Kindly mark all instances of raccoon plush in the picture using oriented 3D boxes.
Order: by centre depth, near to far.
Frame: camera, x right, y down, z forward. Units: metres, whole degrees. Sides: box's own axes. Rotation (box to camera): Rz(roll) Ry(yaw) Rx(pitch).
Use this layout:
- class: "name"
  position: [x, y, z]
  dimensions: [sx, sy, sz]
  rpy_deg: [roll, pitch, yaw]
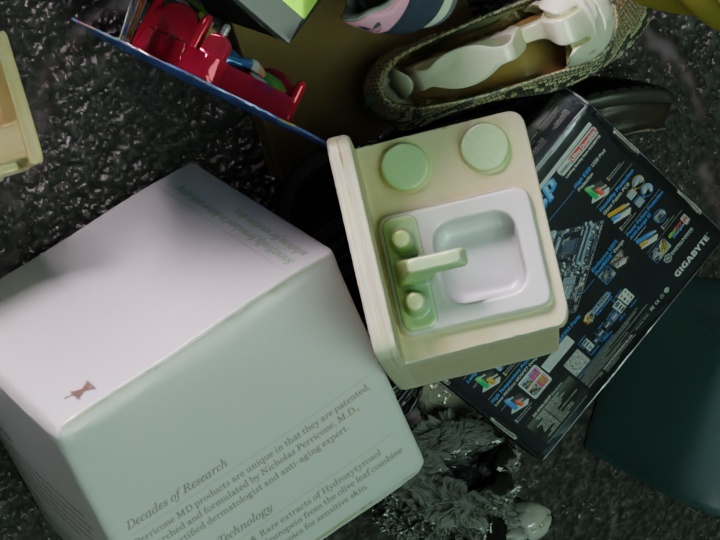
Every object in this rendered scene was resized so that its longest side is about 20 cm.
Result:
- class: "raccoon plush"
  position: [0.035, 0.162, 1.649]
  dimensions: [0.134, 0.200, 0.097]
  rpy_deg: [90, 14, -57]

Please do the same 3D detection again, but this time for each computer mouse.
- class: "computer mouse"
  position: [0.000, 0.000, 1.544]
  dimensions: [0.138, 0.053, 0.200]
  rpy_deg: [-34, 121, -10]

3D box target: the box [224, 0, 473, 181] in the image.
- class: "box"
  position: [-0.012, -0.177, 1.503]
  dimensions: [0.163, 0.021, 0.200]
  rpy_deg: [-27, 120, -18]

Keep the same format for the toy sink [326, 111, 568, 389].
- class: "toy sink"
  position: [0.056, -0.013, 1.385]
  dimensions: [0.112, 0.200, 0.131]
  rpy_deg: [-14, 80, 3]

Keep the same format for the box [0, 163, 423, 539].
- class: "box"
  position: [-0.111, 0.074, 1.441]
  dimensions: [0.200, 0.199, 0.171]
  rpy_deg: [-34, 122, -16]

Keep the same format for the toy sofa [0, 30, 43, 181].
- class: "toy sofa"
  position: [-0.292, -0.071, 1.364]
  dimensions: [0.200, 0.098, 0.083]
  rpy_deg: [-18, 92, -22]

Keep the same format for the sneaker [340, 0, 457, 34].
- class: "sneaker"
  position: [0.008, -0.239, 1.414]
  dimensions: [0.082, 0.070, 0.200]
  rpy_deg: [-22, 102, -50]

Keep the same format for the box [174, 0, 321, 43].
- class: "box"
  position: [-0.087, -0.226, 1.319]
  dimensions: [0.148, 0.200, 0.124]
  rpy_deg: [38, 86, -24]

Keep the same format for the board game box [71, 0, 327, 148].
- class: "board game box"
  position: [-0.081, -0.122, 1.378]
  dimensions: [0.158, 0.200, 0.039]
  rpy_deg: [26, 92, 0]

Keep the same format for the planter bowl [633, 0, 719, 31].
- class: "planter bowl"
  position: [0.190, -0.224, 1.458]
  dimensions: [0.200, 0.083, 0.201]
  rpy_deg: [33, 49, -47]

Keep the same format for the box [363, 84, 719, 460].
- class: "box"
  position: [0.123, 0.003, 1.548]
  dimensions: [0.159, 0.046, 0.200]
  rpy_deg: [39, 90, -33]

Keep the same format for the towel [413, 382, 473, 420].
- class: "towel"
  position: [0.105, 0.006, 1.635]
  dimensions: [0.200, 0.034, 0.133]
  rpy_deg: [-31, 119, -14]

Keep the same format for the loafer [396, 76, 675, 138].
- class: "loafer"
  position: [0.117, -0.079, 1.583]
  dimensions: [0.200, 0.073, 0.071]
  rpy_deg: [-15, 104, -12]

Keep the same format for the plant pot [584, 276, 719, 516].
- class: "plant pot"
  position: [0.285, 0.103, 1.674]
  dimensions: [0.141, 0.200, 0.142]
  rpy_deg: [6, 106, -31]

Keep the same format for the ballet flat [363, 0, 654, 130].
- class: "ballet flat"
  position: [0.098, -0.139, 1.490]
  dimensions: [0.200, 0.075, 0.068]
  rpy_deg: [-21, 92, -2]

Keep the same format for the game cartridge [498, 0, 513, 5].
- class: "game cartridge"
  position: [0.125, -0.233, 1.536]
  dimensions: [0.200, 0.041, 0.133]
  rpy_deg: [38, 78, -38]
